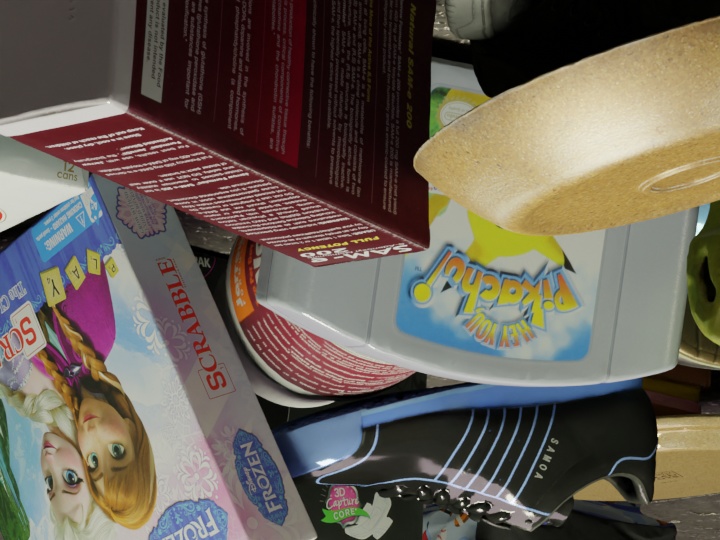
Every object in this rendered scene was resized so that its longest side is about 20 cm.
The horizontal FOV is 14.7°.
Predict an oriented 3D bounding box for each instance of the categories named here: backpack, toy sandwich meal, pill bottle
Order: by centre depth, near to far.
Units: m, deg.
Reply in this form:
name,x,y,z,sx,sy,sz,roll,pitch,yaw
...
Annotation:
name,x,y,z,sx,sy,sz,roll,pitch,yaw
pill bottle,0.000,0.000,1.305,0.109,0.110,0.200,7,163,-18
toy sandwich meal,0.175,0.091,1.697,0.205,0.070,0.205,-3,165,-1
backpack,0.104,0.203,1.931,0.200,0.154,0.190,18,149,-30

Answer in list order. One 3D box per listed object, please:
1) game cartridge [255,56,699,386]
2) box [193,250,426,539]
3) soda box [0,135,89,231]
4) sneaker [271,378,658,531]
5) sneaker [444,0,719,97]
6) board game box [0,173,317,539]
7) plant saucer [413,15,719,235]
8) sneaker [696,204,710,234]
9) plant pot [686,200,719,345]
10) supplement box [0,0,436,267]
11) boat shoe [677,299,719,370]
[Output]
name,x,y,z,sx,sy,sz,roll,pitch,yaw
game cartridge,0.056,-0.019,1.192,0.200,0.134,0.040,9,-179,-25
box,-0.076,0.084,1.533,0.200,0.149,0.124,14,159,-36
soda box,-0.196,-0.048,1.242,0.068,0.064,0.200,11,162,-33
sneaker,0.054,0.093,1.354,0.200,0.078,0.070,-9,180,-16
sneaker,0.091,-0.102,1.042,0.104,0.060,0.200,-2,167,8
board game box,-0.126,0.076,1.372,0.041,0.200,0.200,-17,168,-40
plant saucer,0.120,-0.051,1.043,0.200,0.036,0.200,-16,170,-3
sneaker,0.190,-0.002,1.313,0.199,0.090,0.078,-4,164,17
plant pot,0.246,-0.003,1.175,0.184,0.201,0.200,19,159,-17
supplement box,-0.049,-0.079,1.038,0.061,0.109,0.200,-9,160,34
boat shoe,0.133,0.008,1.408,0.200,0.072,0.066,12,167,-17
